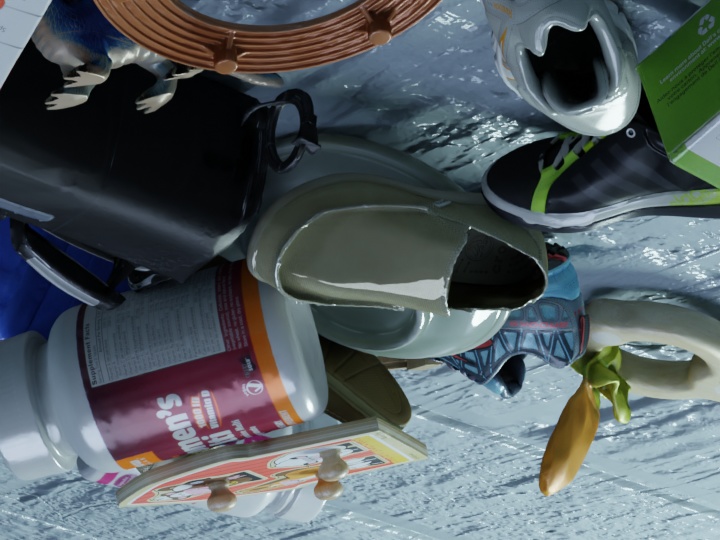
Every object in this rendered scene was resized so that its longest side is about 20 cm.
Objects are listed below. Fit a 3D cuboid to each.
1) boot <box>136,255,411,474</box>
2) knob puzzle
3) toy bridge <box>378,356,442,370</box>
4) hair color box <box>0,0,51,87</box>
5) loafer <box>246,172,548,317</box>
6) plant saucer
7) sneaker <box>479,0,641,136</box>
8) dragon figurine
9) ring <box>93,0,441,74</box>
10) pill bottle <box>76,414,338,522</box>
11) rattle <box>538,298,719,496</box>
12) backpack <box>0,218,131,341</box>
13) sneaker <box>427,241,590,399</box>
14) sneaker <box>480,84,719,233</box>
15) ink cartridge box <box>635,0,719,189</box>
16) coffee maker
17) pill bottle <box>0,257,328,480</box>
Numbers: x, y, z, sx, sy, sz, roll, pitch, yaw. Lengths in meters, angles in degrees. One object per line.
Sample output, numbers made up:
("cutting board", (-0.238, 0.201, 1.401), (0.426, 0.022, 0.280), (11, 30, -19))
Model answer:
("boot", (-0.078, 0.097, 1.509), (0.200, 0.156, 0.073), (33, -161, 6))
("knob puzzle", (-0.065, 0.141, 1.439), (0.219, 0.031, 0.220), (-10, 168, -2))
("toy bridge", (-0.040, 0.068, 1.623), (0.200, 0.027, 0.067), (-3, 171, -28))
("hair color box", (-0.186, -0.180, 1.026), (0.111, 0.064, 0.200), (18, 136, -23))
("loafer", (0.030, -0.012, 1.285), (0.200, 0.076, 0.068), (-3, -151, -27))
("plant saucer", (0.000, 0.000, 1.402), (0.200, 0.050, 0.200), (17, 143, 13))
("sneaker", (0.106, -0.105, 1.118), (0.076, 0.092, 0.200), (-24, 151, 12))
("dragon figurine", (-0.128, -0.142, 1.176), (0.200, 0.100, 0.059), (-3, 163, -26))
("ring", (-0.038, -0.158, 1.076), (0.200, 0.019, 0.201), (-6, 147, -4))
("pill bottle", (-0.125, 0.140, 1.797), (0.200, 0.114, 0.113), (16, 157, -20))
("rattle", (0.241, 0.100, 1.547), (0.200, 0.143, 0.130), (17, 139, -6))
("backpack", (-0.247, 0.027, 1.498), (0.168, 0.163, 0.200), (30, 152, -28))
("sneaker", (0.072, 0.050, 1.495), (0.200, 0.096, 0.079), (-15, -170, 45))
("sneaker", (0.158, -0.077, 1.256), (0.200, 0.072, 0.083), (-5, 131, 27))
("ink cartridge box", (0.265, -0.114, 1.099), (0.148, 0.076, 0.200), (24, 127, -33))
("coffee maker", (-0.162, -0.089, 1.264), (0.200, 0.135, 0.192), (22, 130, -33))
("pill bottle", (-0.129, 0.064, 1.364), (0.200, 0.110, 0.110), (-16, 154, 8))
